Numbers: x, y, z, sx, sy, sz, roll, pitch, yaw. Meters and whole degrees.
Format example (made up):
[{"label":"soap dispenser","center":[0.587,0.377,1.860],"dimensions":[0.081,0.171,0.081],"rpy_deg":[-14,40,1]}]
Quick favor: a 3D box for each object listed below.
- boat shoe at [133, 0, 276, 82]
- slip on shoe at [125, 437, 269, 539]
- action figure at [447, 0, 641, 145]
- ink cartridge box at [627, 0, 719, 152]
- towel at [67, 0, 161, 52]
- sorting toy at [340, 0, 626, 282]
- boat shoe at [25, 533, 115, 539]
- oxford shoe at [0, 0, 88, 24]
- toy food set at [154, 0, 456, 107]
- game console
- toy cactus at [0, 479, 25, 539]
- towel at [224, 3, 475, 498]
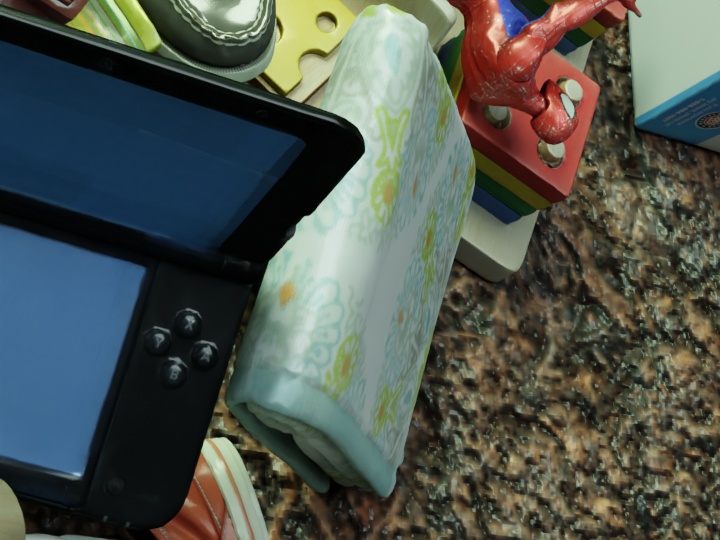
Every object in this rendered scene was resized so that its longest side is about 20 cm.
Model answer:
[{"label":"boat shoe","center":[-0.083,-0.175,1.053],"dimensions":[0.071,0.061,0.202],"rpy_deg":[-13,67,-23]},{"label":"slip on shoe","center":[-0.054,0.171,1.032],"dimensions":[0.061,0.074,0.201],"rpy_deg":[-16,83,-16]},{"label":"action figure","center":[0.060,-0.156,1.146],"dimensions":[0.099,0.065,0.201],"rpy_deg":[-31,92,-23]},{"label":"ink cartridge box","center":[0.264,-0.115,1.328],"dimensions":[0.199,0.144,0.085],"rpy_deg":[15,63,-32]},{"label":"towel","center":[-0.184,-0.080,1.001],"dimensions":[0.199,0.018,0.086],"rpy_deg":[-30,72,-19]},{"label":"sorting toy","center":[0.039,-0.134,1.215],"dimensions":[0.198,0.069,0.201],"rpy_deg":[34,55,-22]},{"label":"boat shoe","center":[-0.107,0.140,0.974],"dimensions":[0.199,0.069,0.071],"rpy_deg":[8,92,2]},{"label":"oxford shoe","center":[-0.166,-0.082,0.970],"dimensions":[0.070,0.075,0.200],"rpy_deg":[43,83,-25]},{"label":"toy food set","center":[-0.070,-0.096,1.081],"dimensions":[0.143,0.060,0.200],"rpy_deg":[43,67,3]},{"label":"game console","center":[-0.125,0.000,0.893],"dimensions":[0.199,0.116,0.177],"rpy_deg":[17,92,-18]},{"label":"toy cactus","center":[-0.196,0.120,0.883],"dimensions":[0.164,0.200,0.103],"rpy_deg":[-16,117,-34]},{"label":"towel","center":[0.000,0.000,1.055],"dimensions":[0.048,0.200,0.172],"rpy_deg":[12,77,12]}]
